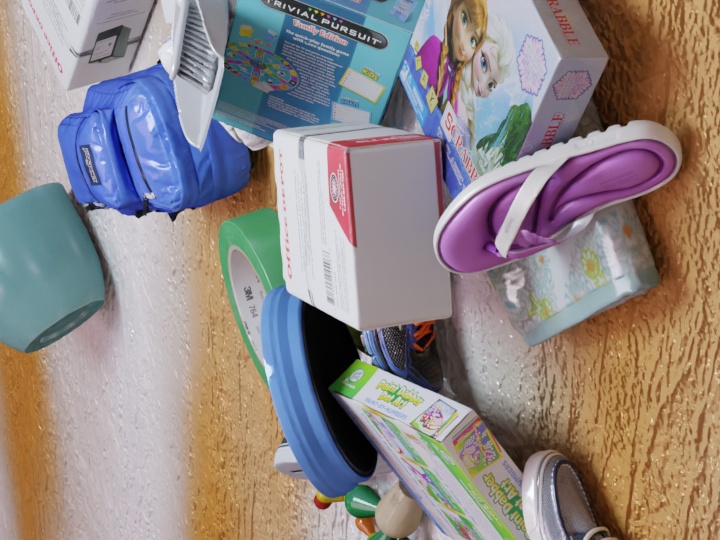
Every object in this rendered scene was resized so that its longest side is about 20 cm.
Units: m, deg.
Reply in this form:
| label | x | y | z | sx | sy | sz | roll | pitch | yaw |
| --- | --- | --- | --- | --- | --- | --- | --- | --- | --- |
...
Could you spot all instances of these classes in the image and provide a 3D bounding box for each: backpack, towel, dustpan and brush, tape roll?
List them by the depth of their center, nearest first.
| label | x | y | z | sx | sy | sz | roll | pitch | yaw |
| --- | --- | --- | --- | --- | --- | --- | --- | --- | --- |
| towel | 0.146 | -0.040 | 1.502 | 0.171 | 0.048 | 0.200 | 68 | 154 | 6 |
| dustpan and brush | -0.149 | -0.223 | 1.688 | 0.140 | 0.057 | 0.200 | 114 | 161 | -57 |
| tape roll | -0.086 | 0.037 | 1.977 | 0.200 | 0.048 | 0.201 | 160 | 90 | -74 |
| backpack | -0.209 | -0.128 | 2.015 | 0.200 | 0.168 | 0.163 | 2 | 115 | 59 |

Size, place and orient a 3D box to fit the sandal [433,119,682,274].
| label | x | y | z | sx | sy | sz | roll | pitch | yaw |
| --- | --- | --- | --- | --- | --- | --- | --- | --- | --- |
| sandal | 0.135 | -0.045 | 1.382 | 0.202 | 0.082 | 0.050 | -30 | 38 | 27 |

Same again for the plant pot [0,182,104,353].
| label | x | y | z | sx | sy | sz | roll | pitch | yaw |
| --- | --- | --- | --- | --- | --- | --- | --- | --- | --- |
| plant pot | -0.426 | 0.009 | 2.512 | 0.161 | 0.200 | 0.201 | 55 | 152 | 6 |

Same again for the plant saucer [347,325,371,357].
| label | x | y | z | sx | sy | sz | roll | pitch | yaw |
| --- | --- | --- | --- | --- | --- | --- | --- | --- | --- |
| plant saucer | 0.000 | 0.000 | 1.837 | 0.200 | 0.031 | 0.200 | 42 | 141 | 46 |

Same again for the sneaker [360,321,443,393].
| label | x | y | z | sx | sy | sz | roll | pitch | yaw |
| --- | --- | --- | --- | --- | --- | --- | --- | --- | --- |
| sneaker | 0.041 | 0.020 | 1.714 | 0.078 | 0.075 | 0.200 | -7 | 107 | 30 |

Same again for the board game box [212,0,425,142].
| label | x | y | z | sx | sy | sz | roll | pitch | yaw |
| --- | --- | --- | --- | --- | --- | --- | --- | --- | --- |
| board game box | -0.040 | -0.183 | 1.675 | 0.151 | 0.047 | 0.200 | 21 | 143 | -1 |

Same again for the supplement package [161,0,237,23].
| label | x | y | z | sx | sy | sz | roll | pitch | yaw |
| --- | --- | --- | --- | --- | --- | --- | --- | --- | --- |
| supplement package | -0.122 | -0.335 | 1.762 | 0.156 | 0.111 | 0.200 | 10 | 115 | 61 |

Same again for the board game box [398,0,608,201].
| label | x | y | z | sx | sy | sz | roll | pitch | yaw |
| --- | --- | --- | --- | --- | --- | --- | --- | --- | --- |
| board game box | 0.100 | -0.152 | 1.450 | 0.200 | 0.041 | 0.200 | 111 | 148 | -44 |

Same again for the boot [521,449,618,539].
| label | x | y | z | sx | sy | sz | roll | pitch | yaw |
| --- | --- | --- | --- | --- | --- | --- | --- | --- | --- |
| boot | 0.199 | 0.239 | 1.578 | 0.090 | 0.073 | 0.200 | -18 | 87 | 42 |

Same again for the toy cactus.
| label | x | y | z | sx | sy | sz | roll | pitch | yaw |
| --- | --- | --- | --- | --- | --- | --- | --- | --- | --- |
| toy cactus | 0.017 | 0.264 | 1.926 | 0.200 | 0.102 | 0.165 | 63 | 145 | 36 |

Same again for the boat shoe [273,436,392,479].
| label | x | y | z | sx | sy | sz | roll | pitch | yaw |
| --- | --- | --- | --- | --- | --- | --- | --- | --- | --- |
| boat shoe | -0.017 | 0.163 | 1.928 | 0.200 | 0.072 | 0.071 | -11 | 61 | 48 |

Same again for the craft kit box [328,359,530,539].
| label | x | y | z | sx | sy | sz | roll | pitch | yaw |
| --- | --- | --- | --- | --- | --- | --- | --- | --- | --- |
| craft kit box | 0.083 | 0.178 | 1.682 | 0.200 | 0.049 | 0.197 | 53 | 166 | -27 |

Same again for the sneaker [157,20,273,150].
| label | x | y | z | sx | sy | sz | roll | pitch | yaw |
| --- | --- | --- | --- | --- | --- | --- | --- | --- | --- |
| sneaker | -0.115 | -0.171 | 1.812 | 0.200 | 0.075 | 0.100 | 25 | -143 | -61 |

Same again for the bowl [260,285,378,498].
| label | x | y | z | sx | sy | sz | roll | pitch | yaw |
| --- | --- | --- | --- | --- | --- | --- | --- | --- | --- |
| bowl | -0.034 | 0.107 | 1.777 | 0.201 | 0.039 | 0.201 | -17 | -90 | -75 |

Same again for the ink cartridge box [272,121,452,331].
| label | x | y | z | sx | sy | sz | roll | pitch | yaw |
| --- | --- | --- | --- | --- | --- | --- | --- | --- | --- |
| ink cartridge box | -0.002 | -0.041 | 1.578 | 0.200 | 0.084 | 0.145 | -156 | 61 | -69 |

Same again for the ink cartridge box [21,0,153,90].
| label | x | y | z | sx | sy | sz | roll | pitch | yaw |
| --- | --- | --- | --- | --- | --- | --- | --- | --- | --- |
| ink cartridge box | -0.307 | -0.317 | 2.169 | 0.146 | 0.084 | 0.200 | 64 | 153 | 15 |
